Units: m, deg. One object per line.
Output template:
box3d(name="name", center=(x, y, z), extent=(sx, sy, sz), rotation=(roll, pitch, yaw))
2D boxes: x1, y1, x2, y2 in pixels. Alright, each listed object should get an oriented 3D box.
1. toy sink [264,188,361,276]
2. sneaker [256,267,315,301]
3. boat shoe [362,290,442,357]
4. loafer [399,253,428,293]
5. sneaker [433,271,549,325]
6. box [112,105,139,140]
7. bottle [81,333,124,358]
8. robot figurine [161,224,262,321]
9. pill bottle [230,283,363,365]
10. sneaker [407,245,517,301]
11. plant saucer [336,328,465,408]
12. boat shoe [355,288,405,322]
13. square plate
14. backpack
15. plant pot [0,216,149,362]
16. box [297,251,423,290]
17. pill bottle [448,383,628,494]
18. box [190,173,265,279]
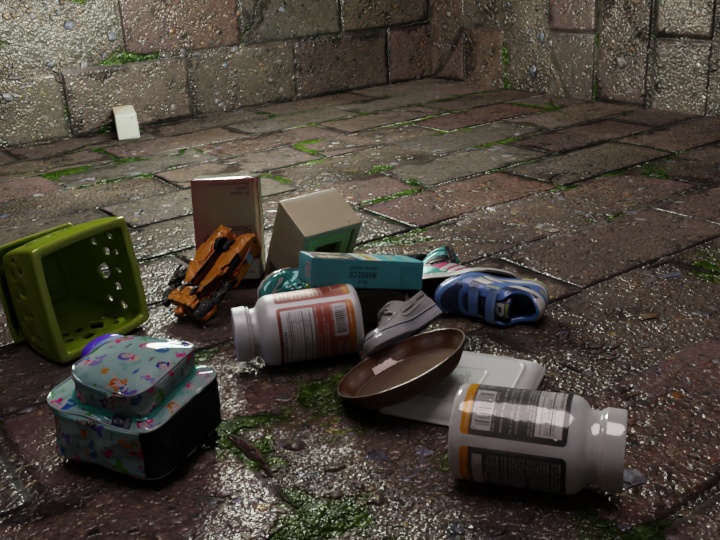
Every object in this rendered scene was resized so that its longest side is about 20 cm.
box3d(name="toy sink", center=(-0.094, -0.038, 1.654), extent=(0.129, 0.201, 0.112), rotation=(-16, 53, -32))
box3d(name="sneaker", center=(-0.091, 0.025, 1.540), extent=(0.198, 0.078, 0.080), rotation=(-14, 2, -24))
box3d(name="boat shoe", center=(0.056, 0.082, 1.381), extent=(0.066, 0.074, 0.199), rotation=(52, 32, 12))
box3d(name="loafer", center=(0.052, 0.014, 1.599), extent=(0.072, 0.074, 0.199), rotation=(2, 10, 38))
box3d(name="sneaker", center=(0.222, 0.051, 1.462), extent=(0.198, 0.075, 0.082), rotation=(0, 23, 12))
box3d(name="box", center=(-0.868, -0.549, 3.170), extent=(0.077, 0.096, 0.200), rotation=(-10, 21, -15))
box3d(name="bottle", center=(-0.332, 0.147, 1.298), extent=(0.199, 0.066, 0.083), rotation=(11, 24, 33))
box3d(name="robot figurine", center=(-0.271, 0.010, 1.563), extent=(0.144, 0.058, 0.201), rotation=(16, 62, 39))
box3d(name="pill bottle", center=(-0.101, 0.088, 1.354), extent=(0.198, 0.113, 0.112), rotation=(-7, 21, -11))
box3d(name="sneaker", center=(0.189, 0.008, 1.572), extent=(0.198, 0.084, 0.121), rotation=(-1, 30, 8))
box3d(name="plant saucer", center=(0.063, 0.143, 1.218), extent=(0.199, 0.035, 0.200), rotation=(-25, 10, 4))
box3d(name="boat shoe", center=(-0.023, 0.051, 1.488), extent=(0.197, 0.075, 0.066), rotation=(-13, 39, 0))
box3d(name="square plate", center=(0.151, 0.164, 1.235), extent=(0.196, 0.029, 0.200), rotation=(6, 23, 23))
box3d(name="backpack", center=(-0.305, 0.175, 1.125), extent=(0.198, 0.152, 0.178), rotation=(1, 22, 24))
box3d(name="plant pot", center=(-0.513, 0.024, 1.479), extent=(0.180, 0.202, 0.199), rotation=(5, 22, 36))
box3d(name="box", center=(0.000, 0.000, 1.445), extent=(0.198, 0.050, 0.082), rotation=(2, 8, -20))
box3d(name="pill bottle", center=(0.209, 0.200, 1.010), extent=(0.198, 0.118, 0.116), rotation=(5, 22, 18))
box3d(name="box", center=(-0.259, -0.087, 1.694), extent=(0.126, 0.202, 0.109), rotation=(-3, 10, 0))
